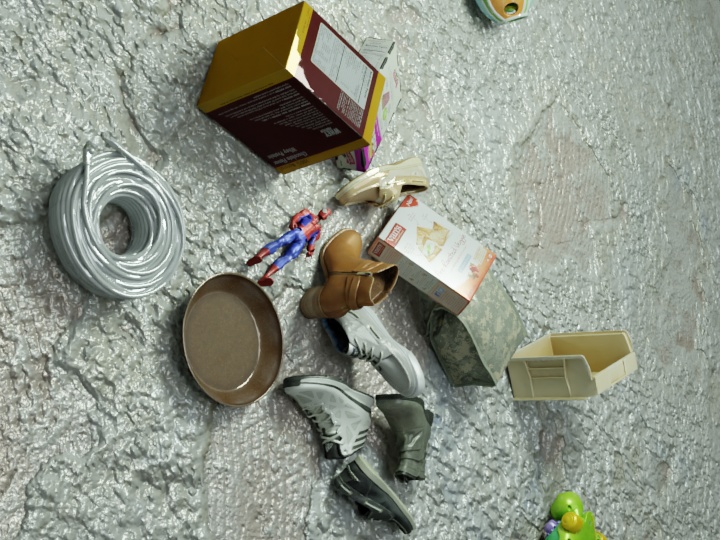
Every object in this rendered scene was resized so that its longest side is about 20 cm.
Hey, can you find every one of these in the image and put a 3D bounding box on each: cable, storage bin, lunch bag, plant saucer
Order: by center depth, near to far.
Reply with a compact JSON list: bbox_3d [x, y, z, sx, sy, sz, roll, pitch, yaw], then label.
[{"bbox_3d":[-0.329,-0.059,1.427,0.200,0.069,0.200,36,57,-40],"label":"cable"},{"bbox_3d":[-0.196,0.104,1.567,0.200,0.037,0.201,14,71,-46],"label":"plant saucer"},{"bbox_3d":[0.207,0.095,1.974,0.164,0.117,0.200,-51,124,-41],"label":"lunch bag"},{"bbox_3d":[0.432,0.193,2.151,0.200,0.198,0.094,-18,98,-50],"label":"storage bin"}]

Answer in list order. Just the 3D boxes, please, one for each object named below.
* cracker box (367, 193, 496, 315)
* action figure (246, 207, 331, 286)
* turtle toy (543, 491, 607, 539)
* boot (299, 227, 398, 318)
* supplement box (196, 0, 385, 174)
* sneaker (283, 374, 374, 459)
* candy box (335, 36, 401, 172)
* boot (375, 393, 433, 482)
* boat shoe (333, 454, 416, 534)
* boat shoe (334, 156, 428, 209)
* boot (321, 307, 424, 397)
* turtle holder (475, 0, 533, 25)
[{"bbox_3d":[0.130,-0.030,1.890,0.200,0.058,0.134,34,50,0],"label":"cracker box"},{"bbox_3d":[-0.104,-0.048,1.703,0.066,0.052,0.200,59,41,-16],"label":"action figure"},{"bbox_3d":[0.424,0.544,2.131,0.146,0.101,0.200,41,52,-36],"label":"turtle toy"},{"bbox_3d":[0.000,0.000,1.726,0.074,0.154,0.200,48,49,-31],"label":"boot"},{"bbox_3d":[-0.105,-0.277,1.638,0.200,0.197,0.133,37,53,-38],"label":"supplement box"},{"bbox_3d":[-0.049,0.238,1.674,0.200,0.076,0.116,28,59,-45],"label":"sneaker"},{"bbox_3d":[0.010,-0.291,1.837,0.137,0.061,0.200,81,28,-50],"label":"candy box"},{"bbox_3d":[0.078,0.288,1.789,0.200,0.068,0.131,44,48,-57],"label":"boot"},{"bbox_3d":[0.026,0.384,1.751,0.068,0.072,0.200,-43,127,-5],"label":"boat shoe"},{"bbox_3d":[0.046,-0.144,1.852,0.200,0.074,0.069,-23,80,-35],"label":"boat shoe"},{"bbox_3d":[0.014,0.137,1.725,0.095,0.074,0.200,-7,44,-43],"label":"boot"},{"bbox_3d":[0.301,-0.594,2.250,0.141,0.185,0.132,-20,97,-17],"label":"turtle holder"}]
